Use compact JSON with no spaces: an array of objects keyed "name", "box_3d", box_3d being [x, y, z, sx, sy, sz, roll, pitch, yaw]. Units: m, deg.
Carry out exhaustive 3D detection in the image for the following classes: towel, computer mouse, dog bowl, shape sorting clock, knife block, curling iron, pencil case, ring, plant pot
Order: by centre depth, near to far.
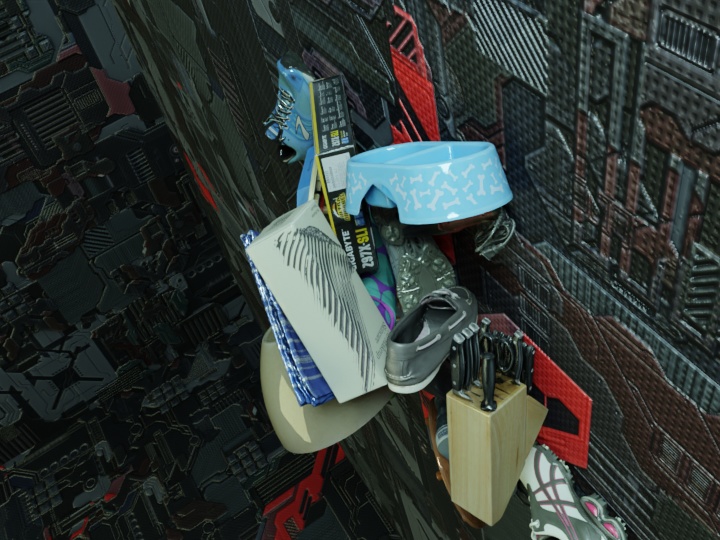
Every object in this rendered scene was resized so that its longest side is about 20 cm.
[{"name":"dog bowl","box_3d":[0.057,-0.088,0.716,0.199,0.110,0.051,17,122,58]},{"name":"curling iron","box_3d":[0.092,-0.042,0.793,0.025,0.050,0.199,29,171,-25]},{"name":"knife block","box_3d":[0.131,0.163,0.833,0.063,0.203,0.175,21,172,43]},{"name":"towel","box_3d":[-0.067,0.052,0.864,0.204,0.023,0.144,70,-163,8]},{"name":"pencil case","box_3d":[0.000,0.000,0.985,0.202,0.091,0.086,-88,-27,-49]},{"name":"computer mouse","box_3d":[0.106,0.146,1.010,0.200,0.053,0.139,45,-178,-40]},{"name":"plant pot","box_3d":[-0.058,0.122,1.011,0.136,0.199,0.200,57,167,-16]},{"name":"shape sorting clock","box_3d":[-0.064,-0.085,1.056,0.200,0.038,0.205,4,-90,-89]},{"name":"ring","box_3d":[0.145,0.290,1.146,0.202,0.019,0.203,54,-158,-34]}]

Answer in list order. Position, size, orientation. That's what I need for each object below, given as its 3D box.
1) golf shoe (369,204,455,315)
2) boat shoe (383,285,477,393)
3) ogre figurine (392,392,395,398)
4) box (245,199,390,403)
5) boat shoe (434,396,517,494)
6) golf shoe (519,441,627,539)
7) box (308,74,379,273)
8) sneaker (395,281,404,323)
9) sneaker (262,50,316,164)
[{"name":"golf shoe","box_3d":[0.066,-0.025,0.947,0.098,0.077,0.204,-109,1,-69]},{"name":"boat shoe","box_3d":[0.083,0.057,0.836,0.065,0.200,0.058,4,119,28]},{"name":"ogre figurine","box_3d":[0.023,0.098,1.170,0.200,0.121,0.098,46,155,-16]},{"name":"box","box_3d":[-0.036,0.034,0.818,0.202,0.067,0.082,59,-154,-15]},{"name":"boat shoe","box_3d":[0.173,0.258,1.121,0.201,0.070,0.092,51,-154,-35]},{"name":"golf shoe","box_3d":[0.228,0.281,0.909,0.200,0.087,0.078,43,161,54]},{"name":"box","box_3d":[-0.021,-0.117,0.898,0.202,0.048,0.162,-98,-5,-54]},{"name":"sneaker","box_3d":[0.069,0.065,1.093,0.078,0.077,0.203,-117,9,-55]},{"name":"sneaker","box_3d":[-0.093,-0.213,1.053,0.079,0.089,0.201,53,165,26]}]
